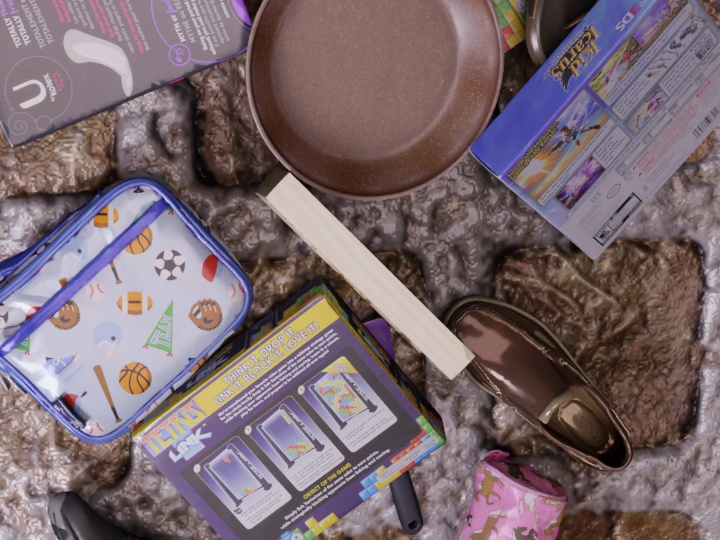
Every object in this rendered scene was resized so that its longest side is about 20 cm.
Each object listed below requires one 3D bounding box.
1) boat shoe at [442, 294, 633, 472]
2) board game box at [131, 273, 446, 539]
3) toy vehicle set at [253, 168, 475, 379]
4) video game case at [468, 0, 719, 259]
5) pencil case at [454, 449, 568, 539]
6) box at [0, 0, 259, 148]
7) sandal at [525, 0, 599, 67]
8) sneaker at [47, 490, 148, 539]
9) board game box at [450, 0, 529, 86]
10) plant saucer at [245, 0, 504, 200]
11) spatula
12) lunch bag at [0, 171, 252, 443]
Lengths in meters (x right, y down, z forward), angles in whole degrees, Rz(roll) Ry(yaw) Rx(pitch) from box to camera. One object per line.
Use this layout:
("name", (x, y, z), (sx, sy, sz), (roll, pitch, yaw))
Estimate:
("boat shoe", (0.155, 0.096, 1.335), (0.202, 0.075, 0.075), (38, 95, -16))
("board game box", (-0.058, 0.128, 1.303), (0.200, 0.057, 0.165), (-36, 105, 10))
("toy vehicle set", (0.000, 0.000, 1.249), (0.200, 0.124, 0.027), (44, 88, -10))
("video game case", (0.201, -0.124, 1.253), (0.200, 0.045, 0.181), (-49, 143, 6))
("pencil case", (0.108, 0.256, 1.361), (0.086, 0.083, 0.201), (21, 100, -5))
("box", (-0.191, -0.189, 1.191), (0.199, 0.106, 0.123), (-23, 106, -4))
("sandal", (0.208, -0.222, 1.249), (0.199, 0.055, 0.082), (-26, 114, -26))
("sneaker", (-0.183, 0.249, 1.325), (0.079, 0.075, 0.200), (-40, 113, -13))
("board game box", (0.019, -0.227, 1.237), (0.165, 0.057, 0.200), (-36, 106, -1))
("plant saucer", (0.008, -0.154, 1.190), (0.199, 0.037, 0.201), (-5, 108, -16))
("spatula", (0.020, 0.136, 1.349), (0.056, 0.021, 0.201), (-19, 106, -9))
("lunch bag", (-0.196, 0.028, 1.252), (0.200, 0.076, 0.160), (-42, 104, 1))
